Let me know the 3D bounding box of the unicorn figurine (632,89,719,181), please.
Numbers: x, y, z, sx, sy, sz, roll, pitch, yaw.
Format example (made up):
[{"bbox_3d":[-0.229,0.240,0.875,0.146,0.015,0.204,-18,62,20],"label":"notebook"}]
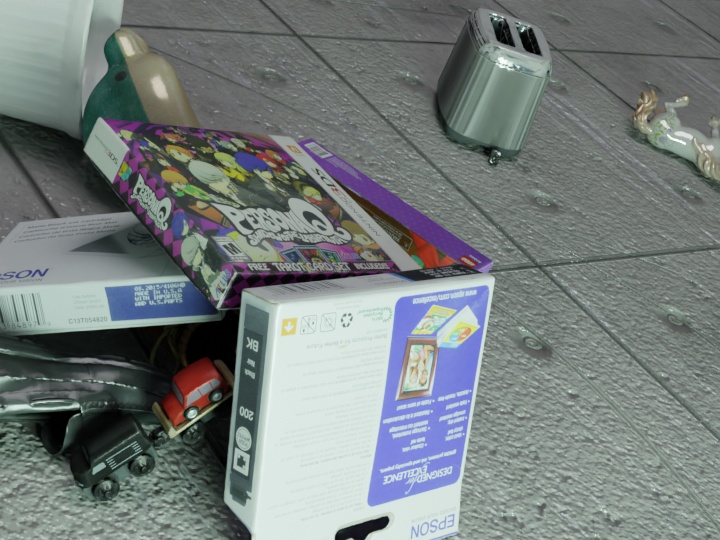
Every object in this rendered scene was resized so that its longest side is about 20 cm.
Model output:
[{"bbox_3d":[0.460,-0.176,1.760,0.198,0.074,0.138,16,37,18],"label":"unicorn figurine"}]

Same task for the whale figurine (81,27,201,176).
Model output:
[{"bbox_3d":[-0.212,-0.147,1.203,0.103,0.160,0.201,-25,41,-4],"label":"whale figurine"}]

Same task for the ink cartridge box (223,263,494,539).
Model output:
[{"bbox_3d":[-0.001,0.103,0.877,0.197,0.202,0.043,-6,18,-41],"label":"ink cartridge box"}]

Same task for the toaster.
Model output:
[{"bbox_3d":[0.164,-0.231,1.576,0.113,0.130,0.201,16,30,-9],"label":"toaster"}]

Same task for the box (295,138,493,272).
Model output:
[{"bbox_3d":[0.000,0.000,1.083,0.199,0.138,0.039,35,31,22],"label":"box"}]

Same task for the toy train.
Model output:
[{"bbox_3d":[-0.106,0.082,0.861,0.199,0.046,0.034,-34,42,-9],"label":"toy train"}]

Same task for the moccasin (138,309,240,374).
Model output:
[{"bbox_3d":[-0.110,0.053,0.960,0.201,0.074,0.077,32,14,37],"label":"moccasin"}]

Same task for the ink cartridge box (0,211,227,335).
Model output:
[{"bbox_3d":[-0.180,-0.014,0.984,0.197,0.041,0.200,-5,22,8],"label":"ink cartridge box"}]

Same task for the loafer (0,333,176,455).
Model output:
[{"bbox_3d":[-0.199,0.092,0.884,0.199,0.068,0.071,14,68,-32],"label":"loafer"}]

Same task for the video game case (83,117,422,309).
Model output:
[{"bbox_3d":[-0.075,-0.042,0.943,0.199,0.036,0.181,0,38,-49],"label":"video game case"}]

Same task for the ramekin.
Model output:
[{"bbox_3d":[-0.286,-0.229,1.211,0.097,0.202,0.201,10,31,-5],"label":"ramekin"}]
